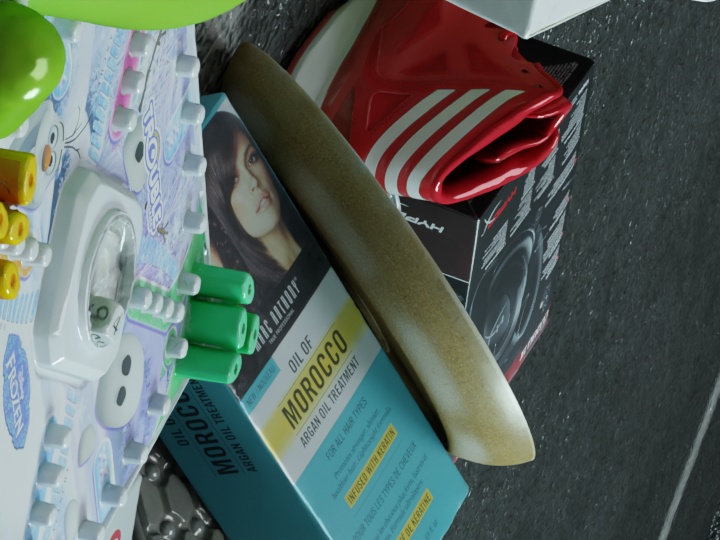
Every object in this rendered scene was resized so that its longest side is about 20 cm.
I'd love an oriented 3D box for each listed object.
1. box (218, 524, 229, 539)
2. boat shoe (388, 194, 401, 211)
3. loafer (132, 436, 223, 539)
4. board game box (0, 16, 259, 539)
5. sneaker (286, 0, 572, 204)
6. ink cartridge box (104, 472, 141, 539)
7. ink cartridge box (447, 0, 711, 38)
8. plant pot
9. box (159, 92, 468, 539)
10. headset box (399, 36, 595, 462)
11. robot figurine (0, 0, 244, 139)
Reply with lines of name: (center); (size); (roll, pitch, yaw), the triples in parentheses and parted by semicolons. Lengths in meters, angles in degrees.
box: (-0.051, 0.098, 1.231); (0.200, 0.068, 0.082); (41, 35, -73)
boat shoe: (-0.006, 0.028, 1.344); (0.072, 0.070, 0.201); (-51, 154, -40)
loafer: (-0.080, 0.152, 1.094); (0.070, 0.070, 0.200); (11, 61, -50)
board game box: (-0.075, 0.003, 0.874); (0.200, 0.026, 0.200); (-63, 158, -48)
sneaker: (0.052, -0.103, 1.280); (0.200, 0.116, 0.078); (-61, 163, -26)
ink cartridge box: (-0.159, 0.154, 0.961); (0.200, 0.087, 0.145); (-49, 156, -56)
ink cartridge box: (0.041, -0.174, 0.954); (0.125, 0.200, 0.129); (-28, 139, -48)
plant pot: (0.000, 0.000, 1.149); (0.027, 0.200, 0.200); (-36, 158, -6)
box: (-0.037, 0.038, 1.094); (0.200, 0.049, 0.082); (58, 43, -27)
headset box: (0.045, -0.002, 1.468); (0.149, 0.077, 0.200); (-52, 159, -44)
robot figurine: (-0.084, -0.123, 0.736); (0.200, 0.116, 0.176); (4, 80, -52)
